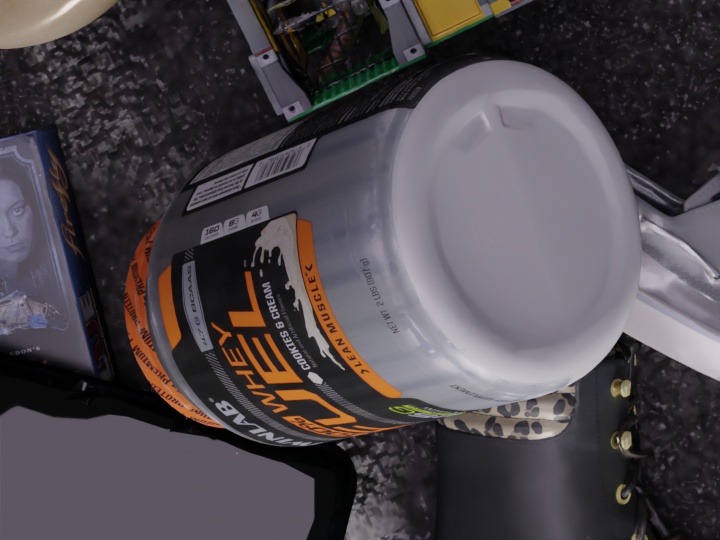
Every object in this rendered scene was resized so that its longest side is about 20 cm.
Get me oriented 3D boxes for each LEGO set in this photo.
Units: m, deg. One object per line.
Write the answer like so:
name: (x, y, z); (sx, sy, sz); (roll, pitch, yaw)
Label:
LEGO set: (0.012, -0.153, 0.792); (0.198, 0.154, 0.117); (-22, 109, 16)

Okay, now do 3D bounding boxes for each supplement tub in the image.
supplement tub: (0.000, 0.000, 0.794); (0.199, 0.122, 0.123); (-18, 98, 52)

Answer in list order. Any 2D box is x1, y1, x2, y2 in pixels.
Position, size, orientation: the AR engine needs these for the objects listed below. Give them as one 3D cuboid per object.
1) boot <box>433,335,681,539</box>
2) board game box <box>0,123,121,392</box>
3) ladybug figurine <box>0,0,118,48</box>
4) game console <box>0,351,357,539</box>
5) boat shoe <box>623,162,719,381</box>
boot: (0.118, 0.106, 0.855); (0.201, 0.073, 0.155); (2, 104, 12)
board game box: (-0.213, 0.025, 0.915); (0.198, 0.035, 0.137); (-13, 97, 10)
ladybug figurine: (-0.111, -0.180, 0.836); (0.135, 0.072, 0.201); (27, 92, 24)
game console: (-0.116, 0.146, 0.907); (0.198, 0.117, 0.177); (15, 140, 2)
boat shoe: (0.131, -0.008, 0.846); (0.199, 0.072, 0.069); (30, 105, 13)
